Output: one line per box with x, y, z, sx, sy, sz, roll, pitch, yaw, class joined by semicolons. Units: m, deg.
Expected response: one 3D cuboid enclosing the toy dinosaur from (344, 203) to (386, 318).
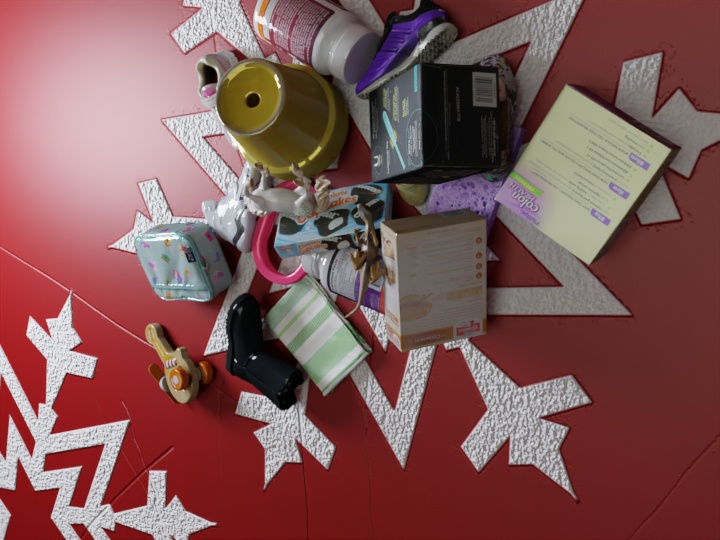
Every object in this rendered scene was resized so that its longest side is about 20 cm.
0.011;-0.005;1.262;0.060;0.106;0.200;8;100;1;toy dinosaur

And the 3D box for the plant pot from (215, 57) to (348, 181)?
-0.145;-0.266;1.330;0.200;0.189;0.201;-2;85;20;plant pot

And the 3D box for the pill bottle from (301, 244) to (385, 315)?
0.000;0.000;1.369;0.200;0.111;0.112;23;110;25;pill bottle

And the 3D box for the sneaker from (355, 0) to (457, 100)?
0.061;-0.368;1.296;0.200;0.070;0.100;-35;74;26;sneaker

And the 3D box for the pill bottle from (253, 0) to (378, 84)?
-0.074;-0.405;1.335;0.200;0.114;0.114;35;115;21;pill bottle

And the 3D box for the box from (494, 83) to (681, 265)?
0.333;-0.142;1.158;0.176;0.097;0.200;38;115;19;box

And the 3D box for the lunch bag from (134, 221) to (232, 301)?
-0.354;-0.013;1.568;0.200;0.077;0.161;1;116;40;lunch bag

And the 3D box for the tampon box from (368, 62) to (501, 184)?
0.106;-0.214;1.182;0.200;0.126;0.150;180;88;-70;tampon box

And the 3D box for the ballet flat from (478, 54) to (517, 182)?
0.201;-0.238;1.200;0.072;0.072;0.201;-2;87;30;ballet flat

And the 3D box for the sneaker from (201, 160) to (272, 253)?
-0.240;-0.141;1.503;0.115;0.075;0.200;20;111;24;sneaker

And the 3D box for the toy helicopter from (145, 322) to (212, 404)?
-0.408;0.200;1.681;0.200;0.079;0.132;52;129;24;toy helicopter

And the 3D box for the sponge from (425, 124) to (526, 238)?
0.184;-0.153;1.280;0.111;0.030;0.200;26;111;24;sponge

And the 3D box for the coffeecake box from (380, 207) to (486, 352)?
0.119;0.014;1.255;0.073;0.153;0.200;-135;39;-63;coffeecake box

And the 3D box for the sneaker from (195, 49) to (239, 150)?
-0.259;-0.317;1.473;0.081;0.088;0.200;-24;87;31;sneaker

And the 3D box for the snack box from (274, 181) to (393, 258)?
-0.045;-0.089;1.355;0.200;0.116;0.037;-10;137;17;snack box

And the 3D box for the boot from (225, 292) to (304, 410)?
-0.180;0.158;1.515;0.168;0.076;0.200;28;124;26;boot

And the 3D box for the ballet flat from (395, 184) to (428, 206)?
0.072;-0.206;1.315;0.071;0.071;0.200;1;100;30;ballet flat

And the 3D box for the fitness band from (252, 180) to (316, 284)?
-0.129;-0.071;1.466;0.144;0.037;0.200;28;105;26;fitness band

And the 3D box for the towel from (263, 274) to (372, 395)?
-0.085;0.121;1.493;0.200;0.023;0.153;50;119;13;towel

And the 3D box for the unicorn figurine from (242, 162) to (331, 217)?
-0.145;-0.130;1.337;0.200;0.137;0.074;20;64;16;unicorn figurine
